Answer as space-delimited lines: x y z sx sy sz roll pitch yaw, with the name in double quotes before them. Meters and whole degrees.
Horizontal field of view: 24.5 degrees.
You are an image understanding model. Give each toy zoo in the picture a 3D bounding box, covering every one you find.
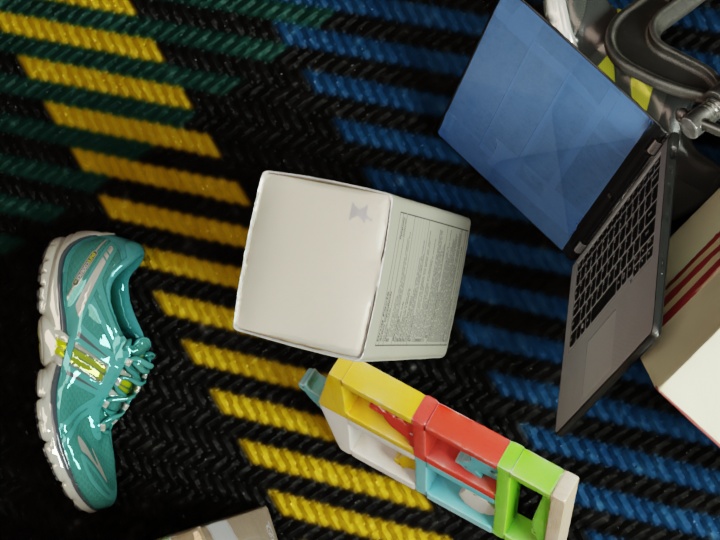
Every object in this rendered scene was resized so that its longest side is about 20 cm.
"toy zoo" 0.046 0.117 1.080 0.199 0.131 0.021 28 67 15

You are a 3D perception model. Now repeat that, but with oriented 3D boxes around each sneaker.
"sneaker" -0.186 0.072 1.180 0.079 0.078 0.201 -2 88 8
"sneaker" 0.176 -0.124 1.081 0.084 0.074 0.201 -19 92 10

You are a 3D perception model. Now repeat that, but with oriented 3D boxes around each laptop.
"laptop" 0.108 -0.029 1.015 0.115 0.187 0.201 12 66 -5

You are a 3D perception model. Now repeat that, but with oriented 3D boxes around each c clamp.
"c clamp" 0.243 -0.143 1.012 0.170 0.027 0.200 27 57 37

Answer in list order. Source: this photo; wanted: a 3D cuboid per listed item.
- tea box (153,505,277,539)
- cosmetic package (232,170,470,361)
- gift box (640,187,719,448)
"tea box" -0.137 0.288 1.125 0.196 0.134 0.201 -22 82 15
"cosmetic package" 0.000 0.000 1.056 0.087 0.200 0.104 12 90 17
"gift box" 0.281 0.034 0.955 0.184 0.200 0.187 39 102 -18
